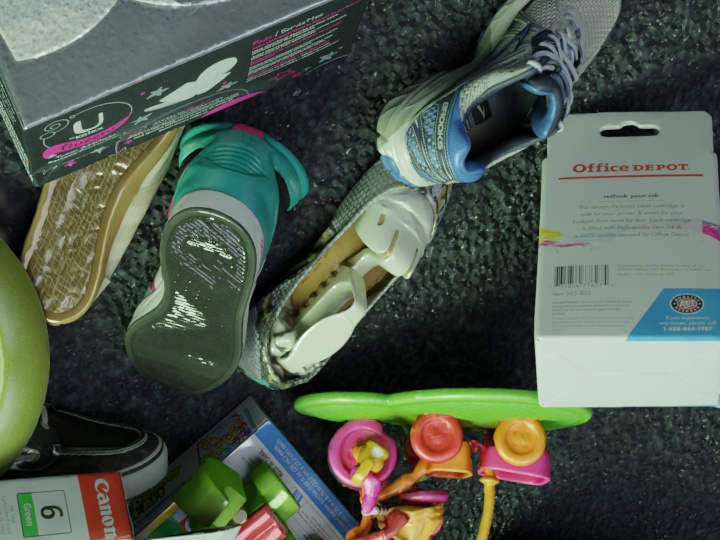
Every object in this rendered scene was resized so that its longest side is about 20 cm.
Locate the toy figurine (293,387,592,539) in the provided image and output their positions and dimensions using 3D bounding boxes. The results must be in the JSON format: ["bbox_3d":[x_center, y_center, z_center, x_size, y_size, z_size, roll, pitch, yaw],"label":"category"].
[{"bbox_3d":[0.051,0.178,1.027,0.197,0.150,0.187,3,76,-5],"label":"toy figurine"}]

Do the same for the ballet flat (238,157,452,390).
[{"bbox_3d":[0.000,0.000,1.012,0.201,0.072,0.072,-48,121,0],"label":"ballet flat"}]

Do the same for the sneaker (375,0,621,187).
[{"bbox_3d":[0.106,-0.115,0.989,0.200,0.085,0.077,-43,122,-20],"label":"sneaker"}]

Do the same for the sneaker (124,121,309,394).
[{"bbox_3d":[-0.088,-0.019,0.960,0.083,0.122,0.201,23,143,-4],"label":"sneaker"}]

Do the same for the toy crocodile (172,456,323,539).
[{"bbox_3d":[-0.051,0.191,1.022,0.067,0.062,0.201,-37,121,-6],"label":"toy crocodile"}]

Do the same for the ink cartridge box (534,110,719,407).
[{"bbox_3d":[0.172,-0.011,1.012,0.114,0.201,0.068,0,137,10],"label":"ink cartridge box"}]

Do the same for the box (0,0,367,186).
[{"bbox_3d":[-0.111,-0.154,0.846,0.198,0.115,0.133,-24,83,-14],"label":"box"}]

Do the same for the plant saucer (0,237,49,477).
[{"bbox_3d":[-0.276,0.052,0.893,0.197,0.031,0.203,-1,97,-7],"label":"plant saucer"}]

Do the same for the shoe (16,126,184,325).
[{"bbox_3d":[-0.149,-0.066,0.934,0.069,0.053,0.202,25,96,-1],"label":"shoe"}]

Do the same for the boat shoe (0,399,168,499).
[{"bbox_3d":[-0.212,0.105,0.959,0.198,0.071,0.064,-1,111,-21],"label":"boat shoe"}]

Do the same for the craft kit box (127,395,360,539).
[{"bbox_3d":[-0.088,0.219,1.077,0.197,0.048,0.201,-41,121,-7],"label":"craft kit box"}]

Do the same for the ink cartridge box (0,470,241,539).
[{"bbox_3d":[-0.180,0.169,0.935,0.198,0.051,0.109,-3,142,-24],"label":"ink cartridge box"}]
